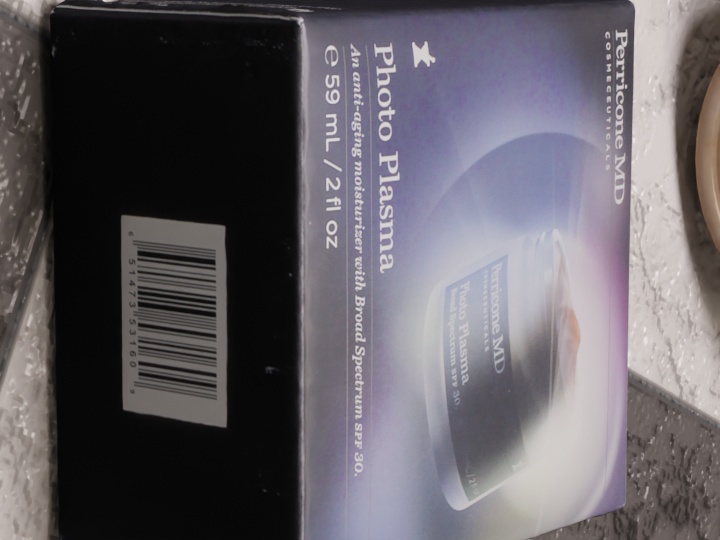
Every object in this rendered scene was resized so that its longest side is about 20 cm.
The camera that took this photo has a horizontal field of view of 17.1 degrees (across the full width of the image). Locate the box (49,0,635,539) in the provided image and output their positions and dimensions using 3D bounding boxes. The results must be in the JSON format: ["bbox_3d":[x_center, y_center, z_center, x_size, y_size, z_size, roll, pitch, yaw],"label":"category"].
[{"bbox_3d":[0.000,0.000,0.868,0.198,0.123,0.201,-11,104,-51],"label":"box"}]

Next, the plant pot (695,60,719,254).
[{"bbox_3d":[0.279,-0.075,1.164,0.175,0.200,0.201,-43,128,-59],"label":"plant pot"}]
